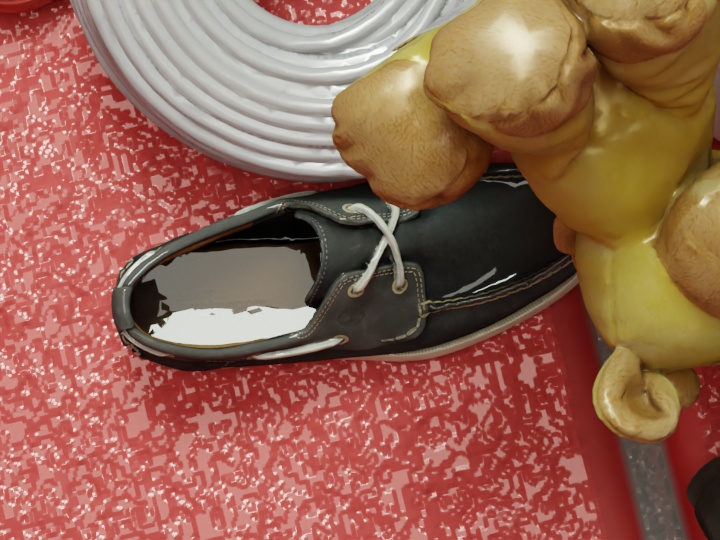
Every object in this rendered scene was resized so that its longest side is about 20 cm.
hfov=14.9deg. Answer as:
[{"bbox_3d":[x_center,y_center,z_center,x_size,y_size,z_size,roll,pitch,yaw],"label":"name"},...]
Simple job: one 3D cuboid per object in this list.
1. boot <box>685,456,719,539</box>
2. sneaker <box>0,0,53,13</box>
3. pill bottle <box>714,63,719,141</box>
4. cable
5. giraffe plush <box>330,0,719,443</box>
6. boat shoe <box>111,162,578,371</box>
[{"bbox_3d":[0.217,0.143,1.038,0.200,0.138,0.078,37,102,-17],"label":"boot"},{"bbox_3d":[-0.163,-0.207,1.092,0.078,0.116,0.201,-15,83,3],"label":"sneaker"},{"bbox_3d":[0.183,-0.119,1.004,0.111,0.200,0.112,2,72,-5],"label":"pill bottle"},{"bbox_3d":[-0.017,-0.131,1.059,0.199,0.069,0.201,-17,105,-2],"label":"cable"},{"bbox_3d":[0.096,-0.034,0.949,0.172,0.200,0.163,-35,95,-12],"label":"giraffe plush"},{"bbox_3d":[0.000,0.000,1.083,0.199,0.068,0.072,-11,81,2],"label":"boat shoe"}]
